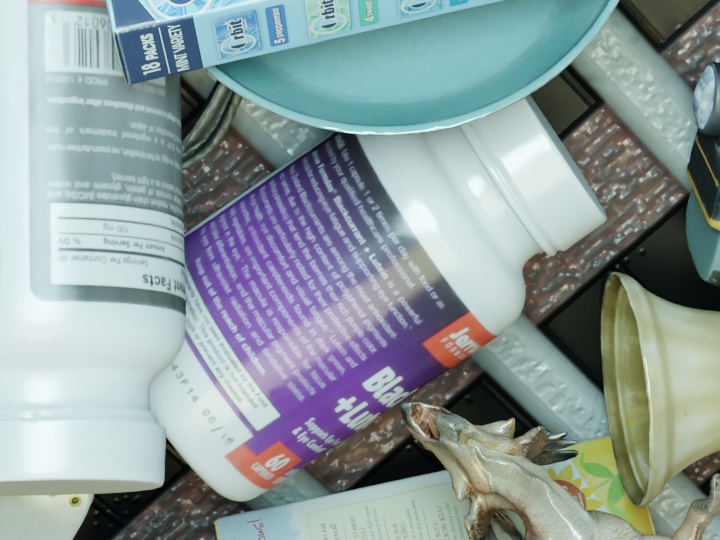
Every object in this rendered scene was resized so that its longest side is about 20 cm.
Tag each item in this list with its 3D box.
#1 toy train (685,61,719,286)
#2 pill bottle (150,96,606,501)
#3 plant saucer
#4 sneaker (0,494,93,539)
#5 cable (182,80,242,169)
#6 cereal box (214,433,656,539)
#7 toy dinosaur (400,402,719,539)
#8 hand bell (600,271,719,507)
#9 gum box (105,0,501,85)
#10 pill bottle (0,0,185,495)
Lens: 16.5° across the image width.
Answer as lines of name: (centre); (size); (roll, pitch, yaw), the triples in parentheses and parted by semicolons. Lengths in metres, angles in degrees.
toy train: (0.235, -0.040, 1.086); (0.199, 0.085, 0.115); (7, 118, -10)
pill bottle: (0.000, 0.000, 1.049); (0.199, 0.112, 0.112); (-34, 117, 8)
plant saucer: (0.011, -0.139, 0.969); (0.199, 0.201, 0.036); (-14, 160, -3)
sneaker: (-0.165, 0.054, 1.075); (0.115, 0.074, 0.201); (2, 125, -12)
cable: (-0.025, -0.110, 1.024); (0.199, 0.050, 0.097); (-28, 115, 3)
cereal box: (0.043, 0.163, 1.125); (0.199, 0.145, 0.040); (-11, 154, -3)
toy dinosaur: (0.092, 0.143, 1.055); (0.085, 0.135, 0.201); (-20, 109, -33)
hand bell: (0.214, 0.042, 1.106); (0.199, 0.104, 0.105); (-6, 117, -4)
gum box: (-0.010, -0.173, 0.936); (0.199, 0.171, 0.045); (-13, 156, -2)
pill bottle: (-0.126, -0.015, 0.971); (0.115, 0.116, 0.201); (0, 82, -10)
